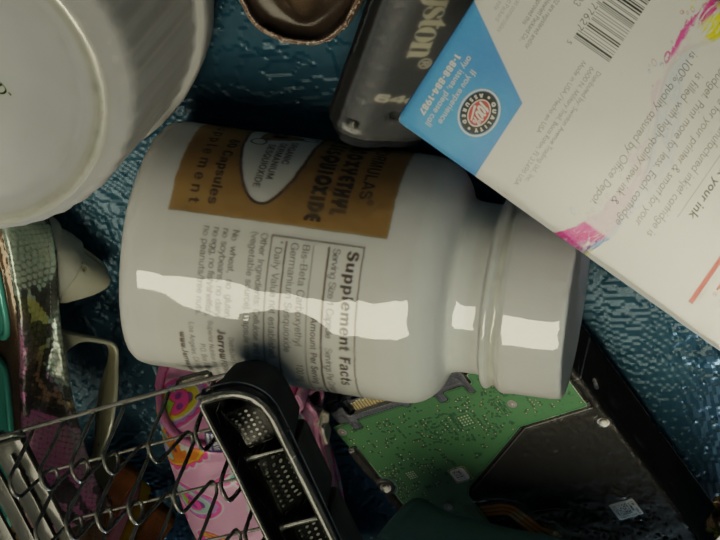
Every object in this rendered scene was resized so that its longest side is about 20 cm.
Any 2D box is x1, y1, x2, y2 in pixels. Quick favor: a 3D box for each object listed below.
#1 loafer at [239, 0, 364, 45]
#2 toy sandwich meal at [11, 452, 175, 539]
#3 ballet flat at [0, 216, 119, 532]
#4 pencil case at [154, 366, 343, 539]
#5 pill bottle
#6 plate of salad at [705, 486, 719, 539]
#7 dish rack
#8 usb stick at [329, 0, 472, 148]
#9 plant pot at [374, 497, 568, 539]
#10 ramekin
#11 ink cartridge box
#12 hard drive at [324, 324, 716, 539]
[{"bbox_3d":[-0.025,-0.168,1.073,0.073,0.071,0.200,12,133,6],"label":"loafer"},{"bbox_3d":[-0.171,0.194,1.361,0.070,0.205,0.205,31,134,-25],"label":"toy sandwich meal"},{"bbox_3d":[-0.156,0.033,1.287,0.071,0.069,0.200,-12,105,-20],"label":"ballet flat"},{"bbox_3d":[-0.046,0.110,1.306,0.087,0.087,0.200,4,140,14],"label":"pencil case"},{"bbox_3d":[0.000,0.000,1.188,0.200,0.114,0.114,8,133,10],"label":"pill bottle"},{"bbox_3d":[0.240,0.097,1.201,0.200,0.048,0.200,-18,156,-8],"label":"plate of salad"},{"bbox_3d":[-0.096,0.126,1.196,0.200,0.055,0.154,-15,112,23],"label":"dish rack"},{"bbox_3d":[0.034,-0.129,1.109,0.055,0.033,0.200,-6,141,-26],"label":"usb stick"},{"bbox_3d":[0.071,0.212,1.264,0.188,0.200,0.200,30,135,10],"label":"plant pot"},{"bbox_3d":[-0.173,-0.108,1.149,0.202,0.094,0.202,8,129,10],"label":"ramekin"},{"bbox_3d":[0.132,-0.053,1.022,0.200,0.068,0.115,36,112,7],"label":"ink cartridge box"},{"bbox_3d":[0.091,0.110,1.313,0.140,0.038,0.200,-21,123,31],"label":"hard drive"}]
